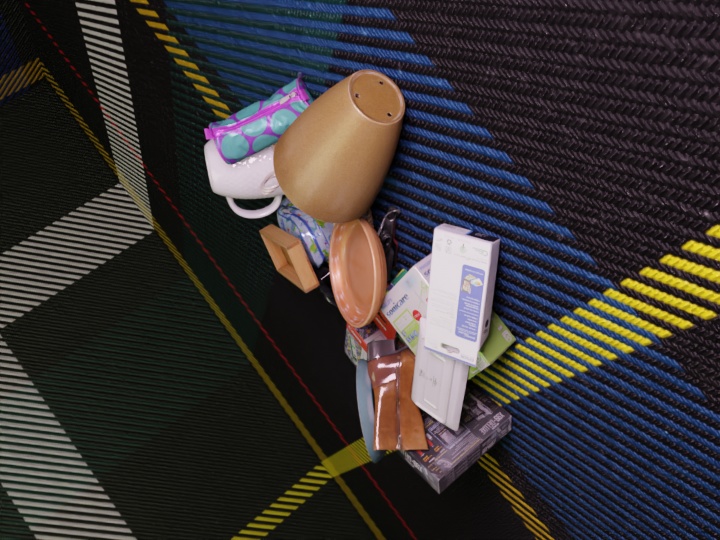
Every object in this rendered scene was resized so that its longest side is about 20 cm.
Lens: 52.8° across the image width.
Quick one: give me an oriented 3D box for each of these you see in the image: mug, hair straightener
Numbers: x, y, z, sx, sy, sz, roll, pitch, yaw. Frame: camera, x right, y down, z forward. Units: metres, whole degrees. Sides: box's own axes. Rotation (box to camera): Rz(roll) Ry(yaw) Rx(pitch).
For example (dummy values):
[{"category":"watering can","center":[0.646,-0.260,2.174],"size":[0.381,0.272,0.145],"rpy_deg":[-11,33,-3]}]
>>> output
[{"category":"mug","center":[-0.212,-0.192,1.433],"size":[0.149,0.172,0.203],"rpy_deg":[-118,21,-48]},{"category":"hair straightener","center":[0.049,-0.040,1.315],"size":[0.040,0.078,0.201],"rpy_deg":[20,146,6]}]

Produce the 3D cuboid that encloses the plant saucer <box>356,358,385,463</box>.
[{"category":"plant saucer","center":[0.027,0.273,1.426],"size":[0.200,0.027,0.205],"rpy_deg":[-10,-90,-82]}]

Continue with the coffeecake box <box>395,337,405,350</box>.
[{"category":"coffeecake box","center":[0.114,0.266,1.620],"size":[0.153,0.072,0.202],"rpy_deg":[40,154,39]}]

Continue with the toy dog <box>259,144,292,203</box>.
[{"category":"toy dog","center":[-0.093,-0.166,1.275],"size":[0.202,0.129,0.097],"rpy_deg":[-85,-21,-50]}]

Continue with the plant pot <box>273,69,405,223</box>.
[{"category":"plant pot","center":[-0.016,-0.201,1.101],"size":[0.188,0.185,0.200],"rpy_deg":[52,145,5]}]

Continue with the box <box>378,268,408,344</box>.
[{"category":"box","center":[0.093,0.086,1.419],"size":[0.117,0.048,0.201],"rpy_deg":[42,159,10]}]

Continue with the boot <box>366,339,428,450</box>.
[{"category":"boot","center":[0.107,0.226,1.337],"size":[0.069,0.184,0.205],"rpy_deg":[119,146,-71]}]

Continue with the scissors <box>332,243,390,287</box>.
[{"category":"scissors","center":[0.000,0.000,1.442],"size":[0.199,0.014,0.073],"rpy_deg":[34,166,-31]}]

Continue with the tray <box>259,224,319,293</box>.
[{"category":"tray","center":[-0.145,-0.029,1.463],"size":[0.200,0.037,0.100],"rpy_deg":[30,146,65]}]

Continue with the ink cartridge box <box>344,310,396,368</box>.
[{"category":"ink cartridge box","center":[0.018,0.148,1.506],"size":[0.109,0.050,0.202],"rpy_deg":[50,156,25]}]

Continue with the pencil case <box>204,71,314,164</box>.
[{"category":"pencil case","center":[-0.170,-0.265,1.284],"size":[0.087,0.197,0.092],"rpy_deg":[68,-168,15]}]

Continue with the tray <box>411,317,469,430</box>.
[{"category":"tray","center":[0.129,0.182,1.225],"size":[0.107,0.022,0.203],"rpy_deg":[32,137,32]}]

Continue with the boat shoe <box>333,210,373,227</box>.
[{"category":"boat shoe","center":[-0.014,-0.105,1.348],"size":[0.069,0.073,0.203],"rpy_deg":[26,144,61]}]

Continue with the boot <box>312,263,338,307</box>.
[{"category":"boot","center":[-0.039,0.043,1.528],"size":[0.163,0.066,0.200],"rpy_deg":[33,178,-18]}]

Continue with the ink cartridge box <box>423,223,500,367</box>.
[{"category":"ink cartridge box","center":[0.153,0.038,1.109],"size":[0.098,0.039,0.204],"rpy_deg":[18,115,30]}]

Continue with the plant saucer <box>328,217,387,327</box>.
[{"category":"plant saucer","center":[-0.003,-0.002,1.288],"size":[0.199,0.037,0.205],"rpy_deg":[174,90,-66]}]

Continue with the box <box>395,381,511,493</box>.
[{"category":"box","center":[0.167,0.301,1.384],"size":[0.157,0.198,0.050],"rpy_deg":[36,149,38]}]

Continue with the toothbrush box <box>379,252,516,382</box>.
[{"category":"toothbrush box","center":[0.142,0.087,1.231],"size":[0.201,0.085,0.146],"rpy_deg":[53,143,8]}]

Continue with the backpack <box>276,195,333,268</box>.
[{"category":"backpack","center":[-0.094,-0.083,1.493],"size":[0.198,0.153,0.166],"rpy_deg":[7,124,45]}]
